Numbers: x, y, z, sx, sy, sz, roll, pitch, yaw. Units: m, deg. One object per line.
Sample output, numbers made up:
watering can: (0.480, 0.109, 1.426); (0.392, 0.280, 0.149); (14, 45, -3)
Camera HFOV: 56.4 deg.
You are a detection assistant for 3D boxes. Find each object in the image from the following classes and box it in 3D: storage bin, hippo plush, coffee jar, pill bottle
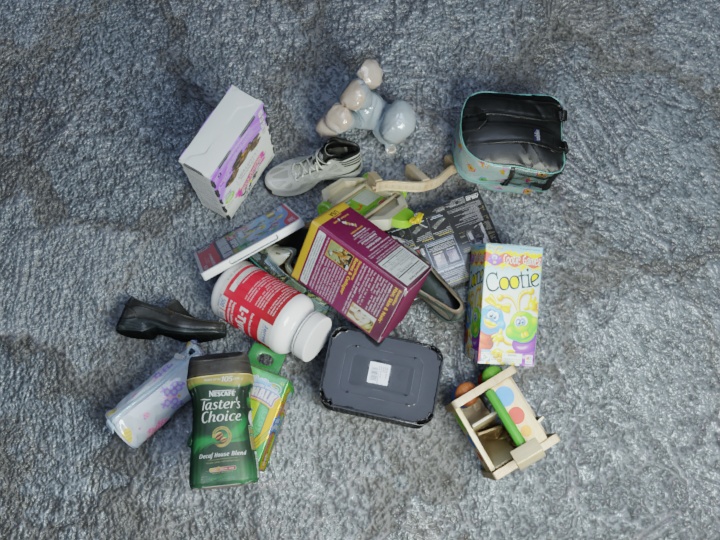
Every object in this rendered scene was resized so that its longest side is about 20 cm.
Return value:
storage bin: (0.035, 0.188, 1.168); (0.197, 0.094, 0.137); (12, 74, 2)
hippo plush: (0.016, -0.286, 1.291); (0.160, 0.200, 0.160); (36, 82, -16)
coffee jar: (-0.212, 0.227, 1.028); (0.103, 0.085, 0.203); (-5, 73, -5)
pill bottle: (-0.154, 0.073, 1.171); (0.199, 0.112, 0.113); (28, 75, 20)

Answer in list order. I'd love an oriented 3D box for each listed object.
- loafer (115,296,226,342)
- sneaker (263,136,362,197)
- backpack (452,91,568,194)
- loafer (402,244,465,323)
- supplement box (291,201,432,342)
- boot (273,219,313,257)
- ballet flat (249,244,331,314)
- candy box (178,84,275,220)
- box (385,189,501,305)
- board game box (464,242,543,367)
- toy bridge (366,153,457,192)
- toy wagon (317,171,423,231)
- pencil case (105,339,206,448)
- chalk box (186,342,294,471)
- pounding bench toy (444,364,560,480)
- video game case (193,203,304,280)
loafer: (-0.336, 0.086, 1.206); (0.197, 0.073, 0.073); (6, 69, 0)
sneaker: (-0.092, -0.207, 1.270); (0.198, 0.115, 0.076); (-16, 74, -5)
backpack: (0.270, -0.240, 1.265); (0.197, 0.153, 0.178); (8, 71, -9)
loafer: (0.108, 0.010, 1.186); (0.200, 0.063, 0.072); (41, 79, 10)
supplement box: (0.000, 0.000, 1.141); (0.199, 0.132, 0.103); (37, 39, 13)
boot: (-0.067, -0.076, 1.270); (0.197, 0.074, 0.076); (-7, 46, 0)
ballet flat: (-0.123, -0.002, 1.230); (0.200, 0.074, 0.074); (40, 77, 3)
candy box: (-0.236, -0.208, 1.224); (0.071, 0.200, 0.169); (29, 76, 7)
box: (0.159, -0.044, 1.260); (0.198, 0.050, 0.159); (-20, 75, -6)
board game box: (0.247, 0.058, 1.173); (0.102, 0.105, 0.203); (4, 90, -5)
toy bridge: (0.107, -0.175, 1.266); (0.198, 0.027, 0.067); (-17, 44, -25)
toy wagon: (0.023, -0.116, 1.235); (0.199, 0.040, 0.155); (26, 43, 25)
pencil case: (-0.339, 0.212, 1.157); (0.200, 0.091, 0.083); (-42, 78, -11)
chalk box: (-0.189, 0.223, 1.138); (0.123, 0.124, 0.202); (18, 74, 4)
pounding bench toy: (0.228, 0.239, 1.097); (0.123, 0.200, 0.157); (-29, 77, -6)
video game case: (-0.206, -0.056, 1.221); (0.199, 0.143, 0.018); (-30, 113, -9)
